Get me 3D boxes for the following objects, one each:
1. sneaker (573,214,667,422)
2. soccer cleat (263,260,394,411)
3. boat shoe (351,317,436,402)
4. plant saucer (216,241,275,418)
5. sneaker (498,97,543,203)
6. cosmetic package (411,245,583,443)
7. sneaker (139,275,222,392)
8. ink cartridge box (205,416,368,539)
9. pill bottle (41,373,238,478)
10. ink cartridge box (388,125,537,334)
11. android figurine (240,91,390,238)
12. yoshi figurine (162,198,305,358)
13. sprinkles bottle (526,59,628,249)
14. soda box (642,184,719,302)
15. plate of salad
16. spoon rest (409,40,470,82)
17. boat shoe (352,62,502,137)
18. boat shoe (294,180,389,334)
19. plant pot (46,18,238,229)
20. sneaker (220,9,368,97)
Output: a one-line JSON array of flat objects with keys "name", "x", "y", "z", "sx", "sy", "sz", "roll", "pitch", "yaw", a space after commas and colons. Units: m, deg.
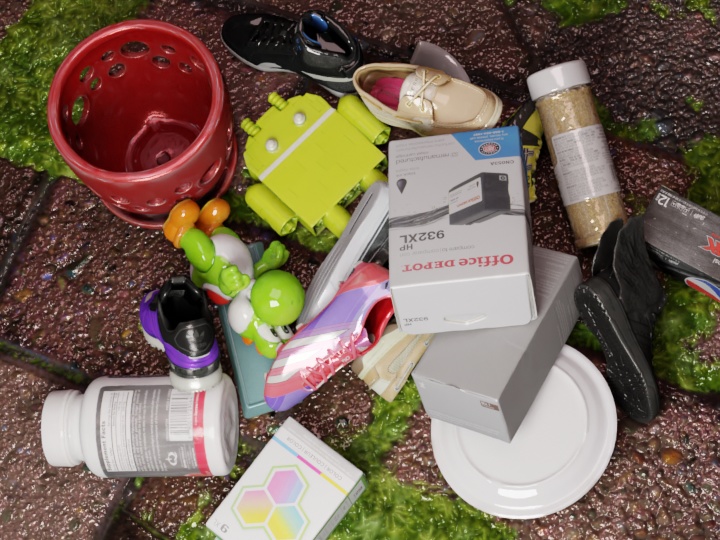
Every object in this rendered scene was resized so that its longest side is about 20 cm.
[{"name": "sneaker", "x": 0.293, "y": 0.051, "z": 1.596, "sx": 0.104, "sy": 0.060, "sz": 0.201, "roll": -32, "pitch": 102, "yaw": -32}, {"name": "soccer cleat", "x": -0.028, "y": 0.080, "z": 1.608, "sx": 0.200, "sy": 0.067, "sz": 0.076, "roll": -50, "pitch": 54, "yaw": 6}, {"name": "boat shoe", "x": 0.083, "y": 0.060, "z": 1.646, "sx": 0.076, "sy": 0.072, "sz": 0.200, "roll": 44, "pitch": 91, "yaw": 8}, {"name": "plant saucer", "x": -0.122, "y": 0.063, "z": 1.694, "sx": 0.069, "sy": 0.019, "sz": 0.201, "roll": -17, "pitch": 68, "yaw": 1}, {"name": "sneaker", "x": 0.169, "y": -0.110, "z": 1.697, "sx": 0.076, "sy": 0.075, "sz": 0.201, "roll": 33, "pitch": 79, "yaw": -4}, {"name": "cosmetic package", "x": 0.149, "y": 0.070, "z": 1.576, "sx": 0.106, "sy": 0.090, "sz": 0.201, "roll": 17, "pitch": 61, "yaw": 31}, {"name": "sneaker", "x": -0.195, "y": 0.045, "z": 1.627, "sx": 0.069, "sy": 0.100, "sz": 0.200, "roll": -14, "pitch": 27, "yaw": -17}, {"name": "ink cartridge box", "x": -0.093, "y": 0.268, "z": 1.592, "sx": 0.104, "sy": 0.059, "sz": 0.200, "roll": 35, "pitch": 78, "yaw": 18}, {"name": "pill bottle", "x": -0.237, "y": 0.168, "z": 1.622, "sx": 0.198, "sy": 0.111, "sz": 0.112, "roll": -2, "pitch": 70, "yaw": 7}, {"name": "ink cartridge box", "x": 0.104, "y": -0.043, "z": 1.562, "sx": 0.144, "sy": 0.084, "sz": 0.201, "roll": -6, "pitch": 52, "yaw": 8}, {"name": "android figurine", "x": -0.054, "y": -0.126, "z": 1.743, "sx": 0.182, "sy": 0.041, "sz": 0.200, "roll": -42, "pitch": 72, "yaw": -8}, {"name": "yoshi figurine", "x": -0.125, "y": -0.001, "z": 1.655, "sx": 0.112, "sy": 0.112, "sz": 0.200, "roll": -33, "pitch": 72, "yaw": -12}, {"name": "sprinkles bottle", "x": 0.242, "y": -0.127, "z": 1.652, "sx": 0.068, "sy": 0.068, "sz": 0.201, "roll": -16, "pitch": 88, "yaw": 2}, {"name": "soda box", "x": 0.393, "y": -0.009, "z": 1.622, "sx": 0.199, "sy": 0.063, "sz": 0.071, "roll": 30, "pitch": 77, "yaw": 18}, {"name": "plate of salad", "x": 0.174, "y": 0.168, "z": 1.597, "sx": 0.199, "sy": 0.048, "sz": 0.201, "roll": -7, "pitch": 65, "yaw": 15}, {"name": "spoon rest", "x": 0.103, "y": -0.174, "z": 1.718, "sx": 0.060, "sy": 0.100, "sz": 0.201, "roll": 2, "pitch": 56, "yaw": -17}, {"name": "boat shoe", "x": 0.066, "y": -0.189, "z": 1.654, "sx": 0.199, "sy": 0.069, "sz": 0.074, "roll": 14, "pitch": 76, "yaw": 45}, {"name": "boat shoe", "x": 0.000, "y": 0.000, "z": 1.670, "sx": 0.071, "sy": 0.072, "sz": 0.201, "roll": 31, "pitch": 93, "yaw": -17}, {"name": "plant pot", "x": -0.233, "y": -0.155, "z": 1.701, "sx": 0.199, "sy": 0.183, "sz": 0.202, "roll": -3, "pitch": 69, "yaw": 8}, {"name": "sneaker", "x": -0.081, "y": -0.278, "z": 1.762, "sx": 0.199, "sy": 0.112, "sz": 0.073, "roll": 22, "pitch": 73, "yaw": 15}]
